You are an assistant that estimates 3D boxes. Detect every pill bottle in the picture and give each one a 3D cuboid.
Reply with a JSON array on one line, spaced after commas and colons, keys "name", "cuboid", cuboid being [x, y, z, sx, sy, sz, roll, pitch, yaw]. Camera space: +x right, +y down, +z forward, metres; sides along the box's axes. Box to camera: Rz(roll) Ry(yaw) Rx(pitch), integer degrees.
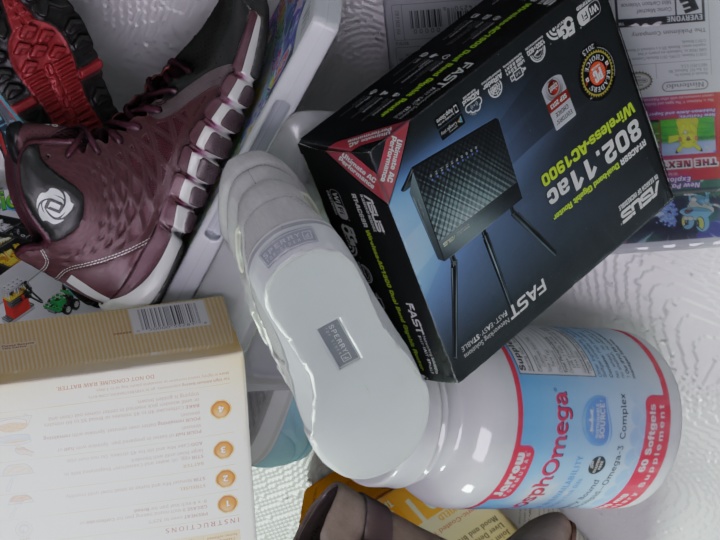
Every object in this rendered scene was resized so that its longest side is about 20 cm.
[{"name": "pill bottle", "cuboid": [0.083, 0.085, 1.715, 0.199, 0.109, 0.109, 3, 126, -37]}]

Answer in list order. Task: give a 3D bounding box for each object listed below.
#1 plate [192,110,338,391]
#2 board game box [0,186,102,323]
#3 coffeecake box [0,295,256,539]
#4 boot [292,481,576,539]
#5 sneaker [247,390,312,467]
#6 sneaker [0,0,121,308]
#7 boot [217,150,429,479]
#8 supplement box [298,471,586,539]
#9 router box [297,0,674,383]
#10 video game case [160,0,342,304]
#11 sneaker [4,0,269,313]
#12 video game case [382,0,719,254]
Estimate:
[{"name": "plate", "cuboid": [0.000, 0.000, 1.676, 0.199, 0.032, 0.200, 1, 128, -42]}, {"name": "board game box", "cuboid": [-0.200, 0.013, 1.752, 0.199, 0.035, 0.127, -11, 85, 10]}, {"name": "coffeecake box", "cuboid": [-0.138, 0.127, 1.625, 0.153, 0.073, 0.201, -7, 117, -9]}, {"name": "boot", "cuboid": [0.033, 0.176, 1.707, 0.146, 0.200, 0.070, 43, 141, -12]}, {"name": "sneaker", "cuboid": [-0.026, 0.030, 1.777, 0.082, 0.074, 0.200, 9, 116, -49]}, {"name": "sneaker", "cuboid": [-0.172, -0.078, 1.702, 0.079, 0.095, 0.201, -21, 105, -15]}, {"name": "boot", "cuboid": [-0.021, 0.021, 1.577, 0.073, 0.096, 0.200, -23, 137, -4]}, {"name": "supplement box", "cuboid": [0.070, 0.193, 1.843, 0.126, 0.074, 0.200, -35, 111, 21]}, {"name": "router box", "cuboid": [0.073, -0.055, 1.621, 0.062, 0.200, 0.150, 12, 132, 48]}, {"name": "video game case", "cuboid": [-0.059, -0.089, 1.658, 0.018, 0.143, 0.200, 25, 117, -11]}, {"name": "sneaker", "cuboid": [-0.132, -0.081, 1.627, 0.115, 0.076, 0.201, 24, 86, -14]}, {"name": "video game case", "cuboid": [0.120, -0.091, 1.715, 0.199, 0.023, 0.183, -4, 118, 5]}]
